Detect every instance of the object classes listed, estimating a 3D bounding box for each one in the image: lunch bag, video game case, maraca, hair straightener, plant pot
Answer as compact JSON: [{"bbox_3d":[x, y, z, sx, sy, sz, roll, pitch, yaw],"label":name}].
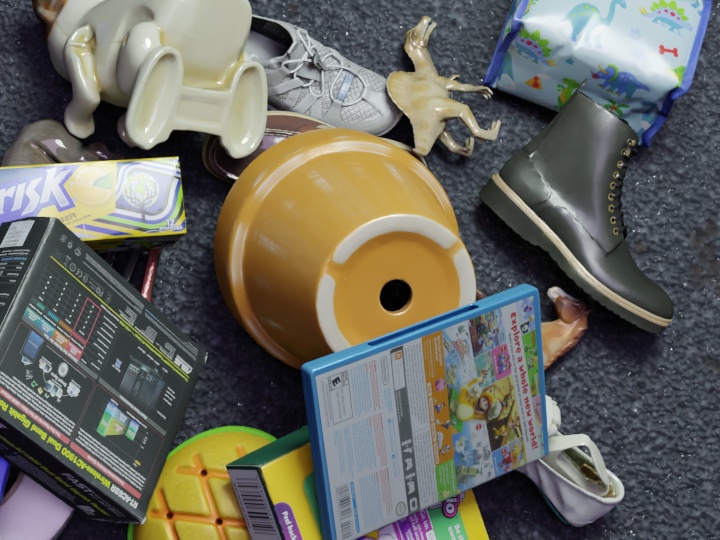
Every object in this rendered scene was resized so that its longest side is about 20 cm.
[{"bbox_3d":[0.226,-0.240,1.349,0.170,0.128,0.200,23,58,-1],"label":"lunch bag"},{"bbox_3d":[0.053,0.104,1.090,0.200,0.018,0.144,-18,114,-28],"label":"video game case"},{"bbox_3d":[-0.121,0.215,1.156,0.137,0.107,0.200,37,79,8],"label":"maraca"},{"bbox_3d":[-0.208,0.015,1.228,0.077,0.041,0.201,13,77,-7],"label":"hair straightener"},{"bbox_3d":[0.000,0.000,1.160,0.199,0.183,0.201,-4,104,-16],"label":"plant pot"}]

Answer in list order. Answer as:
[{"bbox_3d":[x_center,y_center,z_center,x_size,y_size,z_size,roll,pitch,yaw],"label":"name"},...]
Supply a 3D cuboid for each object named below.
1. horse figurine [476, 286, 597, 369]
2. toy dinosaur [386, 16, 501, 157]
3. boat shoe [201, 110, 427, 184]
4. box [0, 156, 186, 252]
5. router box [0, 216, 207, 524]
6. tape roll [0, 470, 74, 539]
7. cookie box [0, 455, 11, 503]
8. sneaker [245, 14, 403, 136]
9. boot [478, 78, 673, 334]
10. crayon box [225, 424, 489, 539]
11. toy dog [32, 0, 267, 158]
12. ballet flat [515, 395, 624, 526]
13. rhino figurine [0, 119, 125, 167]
[{"bbox_3d":[0.111,0.089,1.260,0.132,0.050,0.200,28,65,-15],"label":"horse figurine"},{"bbox_3d":[0.066,-0.136,1.300,0.101,0.058,0.200,24,41,-20],"label":"toy dinosaur"},{"bbox_3d":[-0.034,-0.089,1.266,0.199,0.072,0.072,11,104,-12],"label":"boat shoe"},{"bbox_3d":[-0.242,-0.047,1.166,0.199,0.070,0.065,-5,83,-17],"label":"box"},{"bbox_3d":[-0.214,0.078,1.105,0.200,0.062,0.150,48,50,-41],"label":"router box"},{"bbox_3d":[-0.316,0.147,1.174,0.202,0.037,0.204,3,73,-10],"label":"tape roll"},{"bbox_3d":[-0.342,0.111,1.119,0.171,0.075,0.201,14,71,-8],"label":"cookie box"},{"bbox_3d":[-0.055,-0.170,1.289,0.199,0.082,0.075,18,72,-8],"label":"sneaker"},{"bbox_3d":[0.220,-0.054,1.281,0.200,0.077,0.138,39,103,1],"label":"boot"},{"bbox_3d":[0.011,0.207,1.136,0.172,0.058,0.201,-23,97,-34],"label":"crayon box"},{"bbox_3d":[-0.189,-0.192,1.225,0.139,0.200,0.195,-10,113,-44],"label":"toy dog"},{"bbox_3d":[0.148,0.137,1.204,0.200,0.069,0.070,45,68,-31],"label":"ballet flat"},{"bbox_3d":[-0.280,-0.038,1.222,0.087,0.060,0.200,31,72,-5],"label":"rhino figurine"}]
